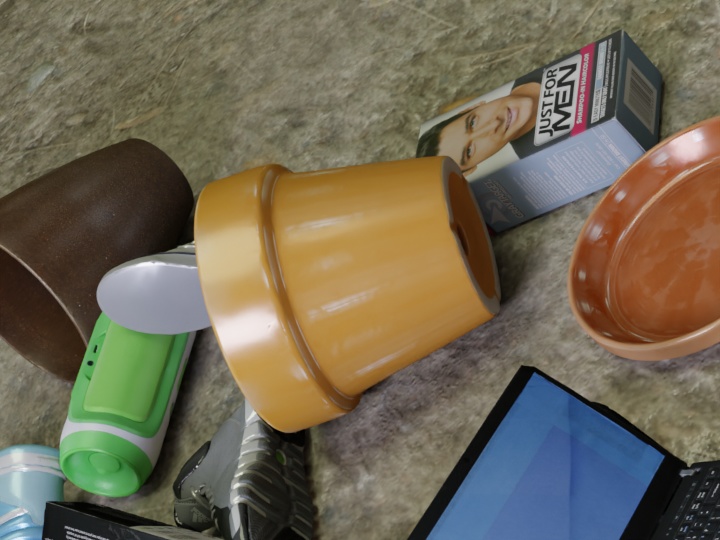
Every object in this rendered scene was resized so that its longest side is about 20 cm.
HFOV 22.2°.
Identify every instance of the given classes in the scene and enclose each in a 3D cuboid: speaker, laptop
[{"bbox_3d":[-0.199,0.094,1.597,0.088,0.088,0.201,-21,40,36],"label":"speaker"},{"bbox_3d":[0.153,0.131,1.014,0.199,0.103,0.177,-13,30,44],"label":"laptop"}]

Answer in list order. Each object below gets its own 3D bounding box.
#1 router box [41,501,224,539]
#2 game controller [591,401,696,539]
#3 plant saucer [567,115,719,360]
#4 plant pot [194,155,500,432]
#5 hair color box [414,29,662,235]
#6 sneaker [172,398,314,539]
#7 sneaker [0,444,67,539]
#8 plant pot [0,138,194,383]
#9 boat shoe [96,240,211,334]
[{"bbox_3d":[-0.177,0.259,1.362,0.200,0.051,0.150,5,87,53],"label":"router box"},{"bbox_3d":[0.163,0.157,1.144,0.105,0.042,0.200,-61,30,6],"label":"game controller"},{"bbox_3d":[0.232,-0.022,1.254,0.200,0.032,0.201,-30,36,25],"label":"plant saucer"},{"bbox_3d":[0.000,0.000,1.378,0.182,0.201,0.201,-19,39,15],"label":"plant pot"},{"bbox_3d":[0.134,-0.099,1.429,0.199,0.061,0.099,-24,39,35],"label":"hair color box"},{"bbox_3d":[-0.097,0.185,1.399,0.115,0.075,0.200,-40,23,23],"label":"sneaker"},{"bbox_3d":[-0.319,0.242,1.591,0.200,0.079,0.131,-40,46,47],"label":"sneaker"},{"bbox_3d":[-0.255,-0.028,1.739,0.186,0.187,0.200,2,41,51],"label":"plant pot"},{"bbox_3d":[-0.126,0.001,1.577,0.199,0.072,0.066,-14,24,6],"label":"boat shoe"}]
